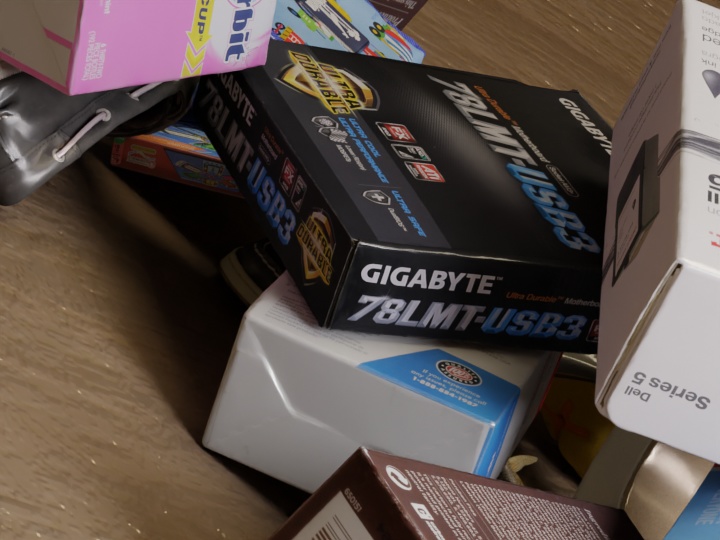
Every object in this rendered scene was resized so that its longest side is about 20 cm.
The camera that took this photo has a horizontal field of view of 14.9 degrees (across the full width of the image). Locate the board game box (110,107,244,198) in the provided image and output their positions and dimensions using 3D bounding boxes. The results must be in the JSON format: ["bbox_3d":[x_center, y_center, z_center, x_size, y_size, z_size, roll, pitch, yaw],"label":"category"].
[{"bbox_3d":[-0.015,-0.047,1.352,0.199,0.020,0.103,14,16,4],"label":"board game box"}]

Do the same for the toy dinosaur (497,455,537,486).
[{"bbox_3d":[0.062,0.114,1.273,0.101,0.058,0.200,50,4,-21],"label":"toy dinosaur"}]

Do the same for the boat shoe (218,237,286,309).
[{"bbox_3d":[0.000,0.000,1.354,0.073,0.065,0.200,49,18,18],"label":"boat shoe"}]

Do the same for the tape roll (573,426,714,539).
[{"bbox_3d":[0.166,0.097,1.269,0.037,0.203,0.203,37,18,-18],"label":"tape roll"}]

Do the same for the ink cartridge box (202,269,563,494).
[{"bbox_3d":[0.024,0.034,1.205,0.116,0.067,0.200,23,25,10],"label":"ink cartridge box"}]

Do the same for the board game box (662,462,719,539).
[{"bbox_3d":[0.170,0.180,1.106,0.153,0.040,0.201,-42,122,-59],"label":"board game box"}]

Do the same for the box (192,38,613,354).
[{"bbox_3d":[0.046,-0.033,1.223,0.198,0.050,0.200,6,28,-25],"label":"box"}]

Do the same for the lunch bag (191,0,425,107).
[{"bbox_3d":[-0.057,-0.121,1.403,0.200,0.094,0.151,31,20,-1],"label":"lunch bag"}]

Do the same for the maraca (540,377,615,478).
[{"bbox_3d":[0.163,0.084,1.467,0.200,0.107,0.137,55,15,-8],"label":"maraca"}]

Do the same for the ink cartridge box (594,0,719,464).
[{"bbox_3d":[0.178,-0.007,1.125,0.145,0.084,0.200,20,36,-7],"label":"ink cartridge box"}]

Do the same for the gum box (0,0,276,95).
[{"bbox_3d":[-0.144,-0.148,1.217,0.200,0.066,0.113,30,29,36],"label":"gum box"}]

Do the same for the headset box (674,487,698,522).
[{"bbox_3d":[0.196,0.200,1.302,0.148,0.075,0.200,38,17,-16],"label":"headset box"}]

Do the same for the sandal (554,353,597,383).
[{"bbox_3d":[0.148,0.022,1.381,0.199,0.055,0.082,14,57,-14],"label":"sandal"}]

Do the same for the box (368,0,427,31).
[{"bbox_3d":[-0.038,-0.228,1.588,0.164,0.200,0.166,50,18,23],"label":"box"}]

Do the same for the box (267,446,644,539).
[{"bbox_3d":[0.039,0.137,1.052,0.200,0.100,0.075,16,32,-55],"label":"box"}]

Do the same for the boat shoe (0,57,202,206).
[{"bbox_3d":[-0.118,-0.072,1.244,0.200,0.067,0.057,-24,86,-58],"label":"boat shoe"}]
